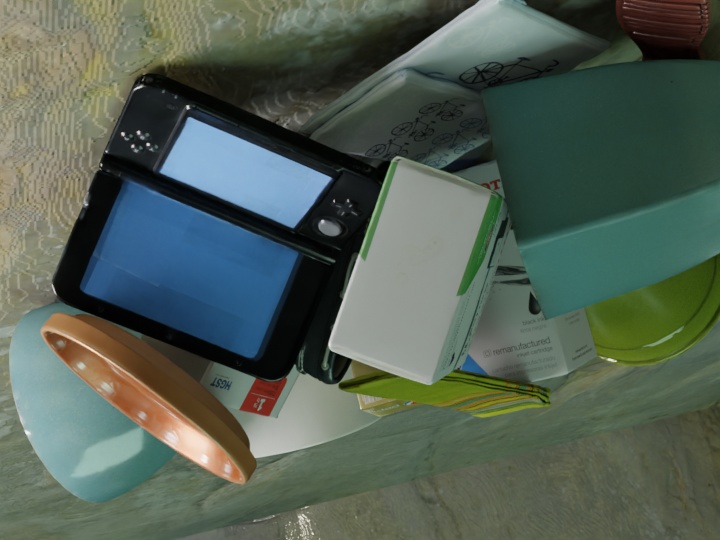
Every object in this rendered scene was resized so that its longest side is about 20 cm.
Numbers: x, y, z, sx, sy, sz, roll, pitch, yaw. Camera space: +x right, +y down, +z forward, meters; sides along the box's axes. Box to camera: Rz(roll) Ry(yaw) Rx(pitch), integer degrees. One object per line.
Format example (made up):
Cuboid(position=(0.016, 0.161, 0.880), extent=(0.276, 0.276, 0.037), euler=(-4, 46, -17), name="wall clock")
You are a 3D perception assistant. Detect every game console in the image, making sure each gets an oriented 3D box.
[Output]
Cuboid(position=(-0.105, -0.026, 0.967), extent=(0.199, 0.117, 0.176), euler=(22, 149, -14), name="game console")

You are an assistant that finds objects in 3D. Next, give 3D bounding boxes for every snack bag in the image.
Cuboid(position=(0.081, -0.139, 1.007), extent=(0.200, 0.021, 0.188), euler=(-31, 159, 30), name="snack bag")

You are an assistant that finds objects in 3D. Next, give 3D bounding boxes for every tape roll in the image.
Cuboid(position=(-0.083, 0.103, 1.374), extent=(0.202, 0.140, 0.203), euler=(-14, -175, 1), name="tape roll")

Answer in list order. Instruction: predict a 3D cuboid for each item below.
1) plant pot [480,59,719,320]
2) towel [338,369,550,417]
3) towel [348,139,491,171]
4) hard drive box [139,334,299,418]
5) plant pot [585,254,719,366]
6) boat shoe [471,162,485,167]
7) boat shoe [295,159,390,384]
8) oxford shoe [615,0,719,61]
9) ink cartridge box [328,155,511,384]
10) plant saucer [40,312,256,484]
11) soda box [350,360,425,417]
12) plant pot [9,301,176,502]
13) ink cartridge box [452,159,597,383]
Cuboid(position=(0.213, -0.075, 0.999), extent=(0.199, 0.142, 0.141), euler=(-16, 152, 11), name="plant pot")
Cuboid(position=(0.077, 0.107, 1.124), extent=(0.086, 0.018, 0.200), euler=(-20, 157, 37), name="towel")
Cuboid(position=(0.079, -0.132, 1.099), extent=(0.146, 0.024, 0.200), euler=(-8, 161, -27), name="towel")
Cuboid(position=(-0.087, 0.015, 1.117), extent=(0.201, 0.077, 0.156), euler=(-62, 155, 1), name="hard drive box")
Cuboid(position=(0.265, -0.024, 1.364), extent=(0.200, 0.201, 0.193), euler=(-23, 149, 22), name="plant pot")
Cuboid(position=(0.127, -0.035, 1.327), extent=(0.072, 0.063, 0.200), euler=(-26, 155, -6), name="boat shoe")
Cuboid(position=(0.000, 0.000, 1.105), extent=(0.076, 0.060, 0.201), euler=(9, 106, -64), name="boat shoe")
Cuboid(position=(0.241, -0.203, 0.988), extent=(0.070, 0.075, 0.200), euler=(17, 160, 23), name="oxford shoe")
Cuboid(position=(0.054, 0.000, 0.994), extent=(0.083, 0.147, 0.200), euler=(19, -176, 10), name="ink cartridge box")
Cuboid(position=(-0.162, 0.096, 1.022), extent=(0.032, 0.200, 0.200), euler=(-53, 172, -17), name="plant saucer")
Cuboid(position=(0.016, 0.036, 1.253), extent=(0.064, 0.201, 0.068), euler=(-17, 163, 14), name="soda box")
Cuboid(position=(-0.223, 0.107, 1.258), extent=(0.134, 0.201, 0.200), euler=(-22, 162, 16), name="plant pot")
Cuboid(position=(0.114, 0.005, 1.201), extent=(0.146, 0.201, 0.086), euler=(-16, -178, 29), name="ink cartridge box")
